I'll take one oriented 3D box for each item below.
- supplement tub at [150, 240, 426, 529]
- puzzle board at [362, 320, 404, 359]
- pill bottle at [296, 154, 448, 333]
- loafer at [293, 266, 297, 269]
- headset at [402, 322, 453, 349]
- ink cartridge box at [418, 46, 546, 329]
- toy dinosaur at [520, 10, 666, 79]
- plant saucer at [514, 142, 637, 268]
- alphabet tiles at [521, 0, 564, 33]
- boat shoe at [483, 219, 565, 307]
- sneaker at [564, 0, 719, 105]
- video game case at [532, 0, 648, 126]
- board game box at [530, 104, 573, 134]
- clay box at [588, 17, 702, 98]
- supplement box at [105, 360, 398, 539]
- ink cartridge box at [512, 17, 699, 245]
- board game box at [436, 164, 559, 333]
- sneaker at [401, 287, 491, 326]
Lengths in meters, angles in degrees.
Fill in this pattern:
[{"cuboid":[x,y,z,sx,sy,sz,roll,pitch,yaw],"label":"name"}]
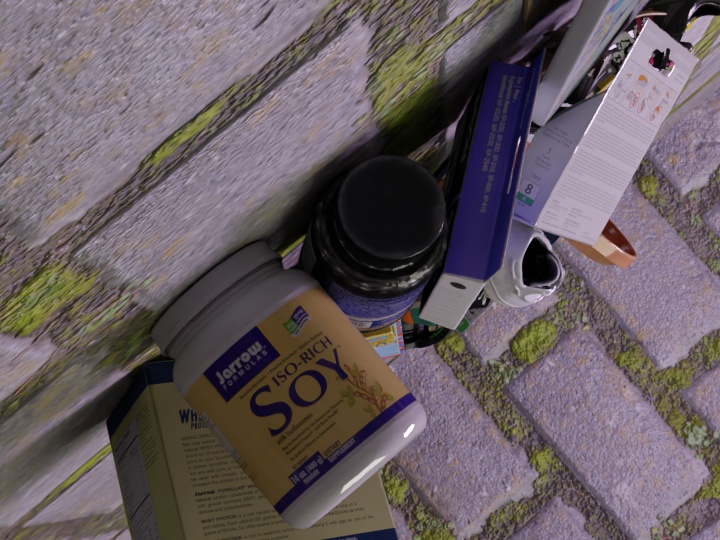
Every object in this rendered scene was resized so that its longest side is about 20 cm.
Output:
[{"cuboid":[-0.059,0.091,1.279,0.145,0.200,0.145,-40,173,-6],"label":"supplement tub"},{"cuboid":[-0.058,0.078,1.478,0.200,0.017,0.151,-13,157,-1],"label":"puzzle board"},{"cuboid":[0.011,-0.023,1.308,0.112,0.112,0.200,-38,173,-16],"label":"pill bottle"},{"cuboid":[0.000,0.000,1.547,0.200,0.072,0.073,-38,172,-23],"label":"loafer"},{"cuboid":[0.018,0.035,1.697,0.200,0.124,0.094,-16,-166,43],"label":"headset"},{"cuboid":[0.100,-0.069,1.346,0.200,0.043,0.198,118,-15,-72],"label":"ink cartridge box"},{"cuboid":[0.188,-0.200,1.451,0.200,0.058,0.101,-33,-172,6],"label":"toy dinosaur"},{"cuboid":[0.200,-0.073,1.616,0.032,0.200,0.200,-46,172,14],"label":"plant saucer"},{"cuboid":[0.190,-0.260,1.211,0.167,0.008,0.200,-40,172,-1],"label":"alphabet tiles"},{"cuboid":[0.160,-0.006,1.521,0.072,0.068,0.200,-56,154,-13],"label":"boat shoe"},{"cuboid":[0.277,-0.226,1.552,0.200,0.084,0.077,-39,172,0],"label":"sneaker"},{"cuboid":[0.213,-0.225,1.274,0.182,0.022,0.200,-49,172,-24],"label":"video game case"},{"cuboid":[0.214,-0.149,1.591,0.200,0.135,0.028,-12,107,-75],"label":"board game box"},{"cuboid":[0.297,-0.247,1.684,0.200,0.048,0.115,-40,173,6],"label":"clay box"},{"cuboid":[-0.101,0.189,1.424,0.200,0.200,0.134,-5,156,-28],"label":"supplement box"},{"cuboid":[0.212,-0.124,1.407,0.161,0.050,0.200,12,106,-62],"label":"ink cartridge box"},{"cuboid":[0.112,-0.031,1.683,0.034,0.135,0.200,-43,175,-38],"label":"board game box"},{"cuboid":[0.045,0.027,1.614,0.200,0.080,0.071,-4,-115,46],"label":"sneaker"}]
